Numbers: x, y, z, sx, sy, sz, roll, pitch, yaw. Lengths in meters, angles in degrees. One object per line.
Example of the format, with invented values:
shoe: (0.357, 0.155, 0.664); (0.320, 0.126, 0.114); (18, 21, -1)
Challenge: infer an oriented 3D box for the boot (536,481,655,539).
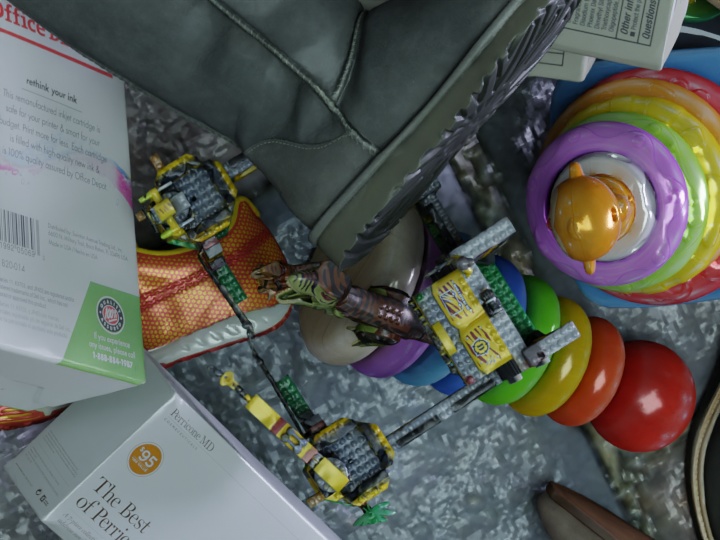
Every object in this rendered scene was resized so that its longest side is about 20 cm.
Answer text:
boot: (0.132, 0.215, 1.307); (0.200, 0.070, 0.146); (36, 103, -6)

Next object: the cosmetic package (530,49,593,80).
cosmetic package: (0.063, -0.192, 1.149); (0.103, 0.073, 0.201); (10, 111, 10)

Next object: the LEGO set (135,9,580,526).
LEGO set: (0.000, 0.000, 1.106); (0.153, 0.116, 0.201); (-23, 86, -6)

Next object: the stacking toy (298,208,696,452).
stacking toy: (0.073, 0.037, 1.245); (0.200, 0.085, 0.086); (25, 94, -26)

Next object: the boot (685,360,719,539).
boot: (0.218, 0.083, 1.262); (0.077, 0.138, 0.201); (-4, 104, -17)

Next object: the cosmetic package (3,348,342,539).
cosmetic package: (-0.065, 0.124, 1.196); (0.083, 0.051, 0.200); (-45, 130, -2)

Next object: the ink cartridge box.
ink cartridge box: (-0.155, -0.051, 1.108); (0.117, 0.067, 0.201); (20, 60, -57)

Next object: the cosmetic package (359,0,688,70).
cosmetic package: (0.040, -0.157, 1.080); (0.199, 0.073, 0.104); (14, 113, 9)

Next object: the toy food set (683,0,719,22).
toy food set: (0.208, -0.199, 1.222); (0.197, 0.049, 0.201); (6, 79, -11)

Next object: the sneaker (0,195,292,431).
sneaker: (-0.130, 0.024, 1.191); (0.199, 0.073, 0.077); (-23, 91, -18)

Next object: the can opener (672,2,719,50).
can opener: (0.188, -0.102, 1.252); (0.199, 0.063, 0.079); (14, 86, -18)

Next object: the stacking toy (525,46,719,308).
stacking toy: (0.112, -0.029, 1.130); (0.109, 0.200, 0.117); (-6, 97, 19)

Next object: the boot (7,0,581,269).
boot: (-0.030, -0.123, 1.039); (0.200, 0.073, 0.182); (45, 98, 11)
